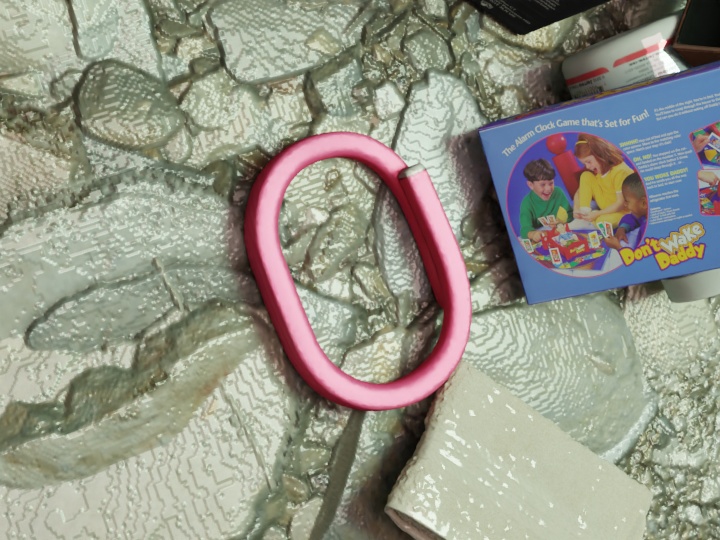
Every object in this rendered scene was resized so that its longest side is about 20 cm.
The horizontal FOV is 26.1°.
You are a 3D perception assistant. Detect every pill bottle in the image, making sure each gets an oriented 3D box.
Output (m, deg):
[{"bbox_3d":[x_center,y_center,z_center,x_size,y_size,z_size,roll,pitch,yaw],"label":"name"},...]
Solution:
[{"bbox_3d":[0.233,-0.083,1.150,0.109,0.109,0.201,-24,96,-22],"label":"pill bottle"}]

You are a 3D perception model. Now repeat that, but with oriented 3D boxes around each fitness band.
[{"bbox_3d":[0.000,0.000,1.088,0.143,0.037,0.201,-24,94,-22],"label":"fitness band"}]

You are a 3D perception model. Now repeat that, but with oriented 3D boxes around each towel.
[{"bbox_3d":[0.118,0.167,1.115,0.200,0.034,0.133,36,58,-16],"label":"towel"}]

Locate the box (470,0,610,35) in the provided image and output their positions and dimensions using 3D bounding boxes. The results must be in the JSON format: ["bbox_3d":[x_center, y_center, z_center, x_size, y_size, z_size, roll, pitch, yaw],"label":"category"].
[{"bbox_3d":[0.156,-0.290,1.083,0.117,0.200,0.197,32,76,-18],"label":"box"}]

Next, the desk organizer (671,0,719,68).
[{"bbox_3d":[0.297,-0.220,1.117,0.077,0.072,0.200,37,59,-24],"label":"desk organizer"}]

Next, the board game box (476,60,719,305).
[{"bbox_3d":[0.195,-0.061,1.086,0.045,0.200,0.135,-31,106,-58],"label":"board game box"}]
